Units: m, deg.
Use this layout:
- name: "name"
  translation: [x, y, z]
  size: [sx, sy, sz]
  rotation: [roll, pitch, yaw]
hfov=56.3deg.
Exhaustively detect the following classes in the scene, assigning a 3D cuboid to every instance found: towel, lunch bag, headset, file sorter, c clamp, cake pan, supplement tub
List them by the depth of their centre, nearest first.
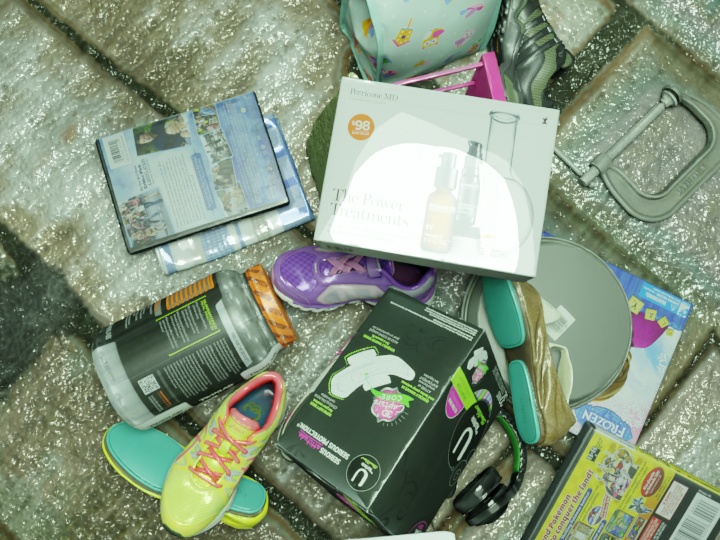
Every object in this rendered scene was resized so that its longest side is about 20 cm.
- name: "towel"
  translation: [-0.014, -0.109, 0.736]
  size: [0.036, 0.200, 0.150]
  rotation: [-12, 84, -19]
- name: "file sorter"
  translation: [0.084, -0.119, 0.737]
  size: [0.124, 0.200, 0.140]
  rotation: [-12, 84, -2]
- name: "supplement tub"
  translation: [-0.178, 0.079, 0.745]
  size: [0.199, 0.123, 0.123]
  rotation: [-26, 85, -4]
- name: "lunch bag"
  translation: [0.068, -0.305, 0.758]
  size: [0.169, 0.200, 0.123]
  rotation: [-23, 85, -3]
- name: "cake pan"
  translation: [0.214, 0.058, 0.759]
  size: [0.198, 0.037, 0.203]
  rotation: [0, 83, -1]
- name: "headset"
  translation: [0.109, 0.246, 0.771]
  size: [0.123, 0.094, 0.201]
  rotation: [29, 68, 6]
- name: "towel"
  translation: [-0.171, -0.094, 0.816]
  size: [0.198, 0.024, 0.148]
  rotation: [-20, 85, -4]
- name: "c clamp"
  translation: [0.357, -0.155, 0.834]
  size: [0.199, 0.027, 0.171]
  rotation: [-37, 85, -5]

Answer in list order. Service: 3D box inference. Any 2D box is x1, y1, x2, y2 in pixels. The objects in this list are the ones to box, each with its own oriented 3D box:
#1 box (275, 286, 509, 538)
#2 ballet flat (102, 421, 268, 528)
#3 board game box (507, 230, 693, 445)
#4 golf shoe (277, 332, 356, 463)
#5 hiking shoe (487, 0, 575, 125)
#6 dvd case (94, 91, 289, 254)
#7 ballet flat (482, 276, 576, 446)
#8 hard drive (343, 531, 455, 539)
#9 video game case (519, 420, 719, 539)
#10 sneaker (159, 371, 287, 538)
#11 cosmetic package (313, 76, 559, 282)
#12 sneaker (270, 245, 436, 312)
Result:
- name: "box"
  translation: [0.041, 0.152, 0.689]
  size: [0.124, 0.149, 0.201]
  rotation: [24, 67, 36]
- name: "ballet flat"
  translation: [-0.199, 0.238, 0.756]
  size: [0.198, 0.067, 0.067]
  rotation: [25, 47, -2]
- name: "board game box"
  translation: [0.259, 0.087, 0.796]
  size: [0.198, 0.041, 0.201]
  rotation: [25, 84, 2]
- name: "golf shoe"
  translation: [-0.015, 0.136, 0.759]
  size: [0.072, 0.092, 0.200]
  rotation: [38, 81, 4]
- name: "hiking shoe"
  translation: [0.211, -0.277, 0.830]
  size: [0.100, 0.076, 0.202]
  rotation: [5, 92, -9]
- name: "dvd case"
  translation: [-0.198, -0.116, 0.796]
  size: [0.198, 0.018, 0.144]
  rotation: [-18, 85, -5]
- name: "ballet flat"
  translation: [0.185, 0.080, 0.710]
  size: [0.072, 0.068, 0.202]
  rotation: [-11, 83, -22]
- name: "hard drive"
  translation: [0.026, 0.320, 0.692]
  size: [0.130, 0.201, 0.026]
  rotation: [-4, 50, -2]
- name: "video game case"
  translation: [0.290, 0.298, 0.759]
  size: [0.179, 0.026, 0.201]
  rotation: [27, 98, 2]
- name: "sneaker"
  translation: [-0.143, 0.183, 0.713]
  size: [0.078, 0.091, 0.201]
  rotation: [31, 55, 1]
- name: "cosmetic package"
  translation: [0.068, -0.081, 0.611]
  size: [0.198, 0.052, 0.153]
  rotation: [9, 83, 3]
- name: "sneaker"
  translation: [0.000, 0.000, 0.756]
  size: [0.198, 0.089, 0.081]
  rotation: [5, 67, -13]
